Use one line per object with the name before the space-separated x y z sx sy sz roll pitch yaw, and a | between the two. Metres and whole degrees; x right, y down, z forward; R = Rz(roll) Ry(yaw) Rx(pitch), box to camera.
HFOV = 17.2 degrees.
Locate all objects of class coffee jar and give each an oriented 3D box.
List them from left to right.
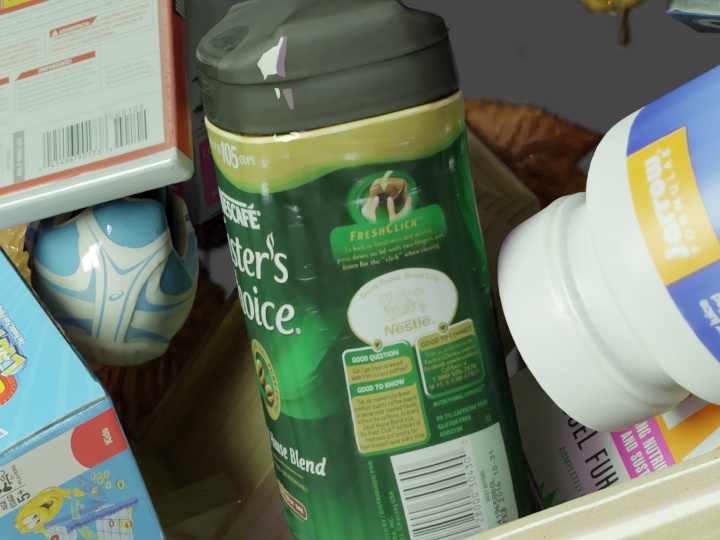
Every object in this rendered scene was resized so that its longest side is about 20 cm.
coffee jar | 0.000 0.000 0.836 0.085 0.104 0.200 -13 104 -12

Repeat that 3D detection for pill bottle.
pill bottle | 0.147 -0.021 0.793 0.200 0.112 0.112 -29 68 31

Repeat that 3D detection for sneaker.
sneaker | -0.098 -0.016 0.966 0.072 0.200 0.073 18 99 -12

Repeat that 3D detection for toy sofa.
toy sofa | -0.009 0.031 0.958 0.200 0.098 0.083 -56 35 12

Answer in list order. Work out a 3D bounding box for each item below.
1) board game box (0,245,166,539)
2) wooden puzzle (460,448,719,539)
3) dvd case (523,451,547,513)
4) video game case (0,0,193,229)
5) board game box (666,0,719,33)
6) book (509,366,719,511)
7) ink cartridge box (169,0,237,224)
board game box | -0.133 0.075 0.925 0.056 0.200 0.196 -28 42 -14
wooden puzzle | 0.087 0.150 0.717 0.185 0.046 0.200 -22 36 19
dvd case | 0.019 0.182 0.910 0.200 0.016 0.149 -43 53 31
video game case | -0.133 -0.108 0.889 0.143 0.017 0.200 -14 64 19
board game box | 0.196 -0.184 0.881 0.135 0.035 0.200 8 86 32
book | 0.139 0.061 0.876 0.200 0.048 0.134 -36 60 23
ink cartridge box | -0.103 -0.126 0.984 0.119 0.042 0.200 31 139 32
